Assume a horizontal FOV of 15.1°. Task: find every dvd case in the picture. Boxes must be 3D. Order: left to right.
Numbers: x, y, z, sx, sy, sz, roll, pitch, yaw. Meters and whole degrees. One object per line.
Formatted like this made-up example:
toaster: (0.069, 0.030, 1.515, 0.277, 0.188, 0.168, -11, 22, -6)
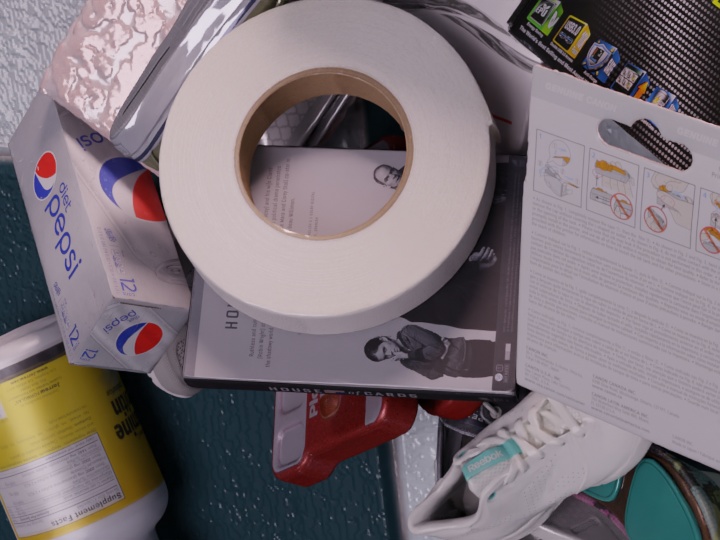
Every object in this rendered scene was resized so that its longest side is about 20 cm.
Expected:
dvd case: (0.000, 0.000, 1.607, 0.198, 0.025, 0.152, 2, 71, 10)

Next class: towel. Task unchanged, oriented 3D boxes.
towel: (-0.088, -0.148, 1.734, 0.191, 0.032, 0.201, 37, 104, 15)

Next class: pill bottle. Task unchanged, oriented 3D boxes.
pill bottle: (-0.201, 0.136, 1.893, 0.111, 0.112, 0.201, -18, 98, 35)

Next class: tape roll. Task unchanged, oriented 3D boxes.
tape roll: (-0.018, -0.063, 1.598, 0.201, 0.037, 0.204, -3, 71, 9)

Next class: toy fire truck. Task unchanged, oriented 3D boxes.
toy fire truck: (-0.005, 0.023, 1.718, 0.168, 0.111, 0.202, -27, 56, 51)

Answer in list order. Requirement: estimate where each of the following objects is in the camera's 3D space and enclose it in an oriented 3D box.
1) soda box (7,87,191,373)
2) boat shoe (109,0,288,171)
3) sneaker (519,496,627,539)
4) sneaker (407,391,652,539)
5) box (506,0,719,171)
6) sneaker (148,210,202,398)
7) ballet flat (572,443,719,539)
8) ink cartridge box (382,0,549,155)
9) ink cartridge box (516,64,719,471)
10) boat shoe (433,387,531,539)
soda box: (-0.172, -0.031, 1.781, 0.068, 0.063, 0.201, -54, 42, 35)
boat shoe: (-0.079, -0.146, 1.688, 0.062, 0.072, 0.201, 33, 101, -19)
sneaker: (0.172, 0.207, 1.727, 0.199, 0.071, 0.100, 27, 135, 12)
sneaker: (0.102, 0.108, 1.618, 0.200, 0.088, 0.076, -50, 58, 39)
box: (0.202, -0.158, 1.498, 0.194, 0.047, 0.200, -55, 51, 13)
sneaker: (-0.095, 0.000, 1.799, 0.082, 0.075, 0.201, 24, 118, 24)
ballet flat: (0.179, 0.134, 1.650, 0.200, 0.071, 0.070, 36, 118, 54)
ink cartridge box: (0.075, -0.147, 1.648, 0.115, 0.067, 0.201, 23, 118, 22)
ink cartridge box: (0.162, -0.005, 1.486, 0.162, 0.050, 0.201, 22, 121, 35)
boat shoe: (0.081, 0.084, 1.729, 0.071, 0.068, 0.201, 20, 117, 24)
